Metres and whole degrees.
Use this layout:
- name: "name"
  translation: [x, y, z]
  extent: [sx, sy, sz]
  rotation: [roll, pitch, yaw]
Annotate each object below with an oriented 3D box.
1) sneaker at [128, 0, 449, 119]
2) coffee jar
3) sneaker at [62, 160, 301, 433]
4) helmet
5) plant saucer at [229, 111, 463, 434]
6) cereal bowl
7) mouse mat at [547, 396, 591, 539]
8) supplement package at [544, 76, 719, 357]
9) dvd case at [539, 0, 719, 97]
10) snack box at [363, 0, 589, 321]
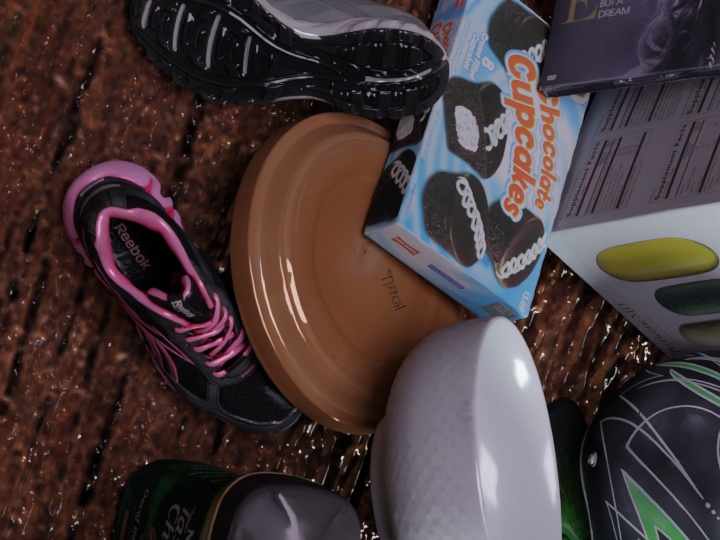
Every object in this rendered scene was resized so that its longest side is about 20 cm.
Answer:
- name: "sneaker"
  translation: [-0.046, -0.143, 1.475]
  extent: [0.199, 0.079, 0.074]
  rotation: [11, 114, -8]
- name: "coffee jar"
  translation: [-0.074, 0.166, 1.378]
  extent: [0.085, 0.200, 0.105]
  rotation: [12, 83, -25]
- name: "sneaker"
  translation: [-0.102, 0.025, 1.420]
  extent: [0.079, 0.095, 0.200]
  rotation: [-42, 105, -3]
- name: "helmet"
  translation: [0.241, 0.150, 1.535]
  extent: [0.200, 0.200, 0.191]
  rotation: [-22, 122, -25]
- name: "plant saucer"
  translation: [0.000, 0.000, 1.470]
  extent: [0.200, 0.032, 0.201]
  rotation: [14, 71, -46]
- name: "cereal bowl"
  translation: [0.059, 0.129, 1.428]
  extent: [0.083, 0.200, 0.201]
  rotation: [-7, 92, 17]
- name: "mouse mat"
  translation: [0.126, 0.200, 1.557]
  extent: [0.161, 0.008, 0.201]
  rotation: [-30, 102, -42]
- name: "supplement package"
  translation: [0.250, -0.051, 1.520]
  extent: [0.152, 0.200, 0.151]
  rotation: [40, 61, -28]
- name: "dvd case"
  translation: [0.197, -0.208, 1.530]
  extent: [0.016, 0.148, 0.201]
  rotation: [42, 52, -46]
- name: "snack box"
  translation: [0.080, -0.079, 1.515]
  extent: [0.116, 0.037, 0.201]
  rotation: [35, 57, -29]
